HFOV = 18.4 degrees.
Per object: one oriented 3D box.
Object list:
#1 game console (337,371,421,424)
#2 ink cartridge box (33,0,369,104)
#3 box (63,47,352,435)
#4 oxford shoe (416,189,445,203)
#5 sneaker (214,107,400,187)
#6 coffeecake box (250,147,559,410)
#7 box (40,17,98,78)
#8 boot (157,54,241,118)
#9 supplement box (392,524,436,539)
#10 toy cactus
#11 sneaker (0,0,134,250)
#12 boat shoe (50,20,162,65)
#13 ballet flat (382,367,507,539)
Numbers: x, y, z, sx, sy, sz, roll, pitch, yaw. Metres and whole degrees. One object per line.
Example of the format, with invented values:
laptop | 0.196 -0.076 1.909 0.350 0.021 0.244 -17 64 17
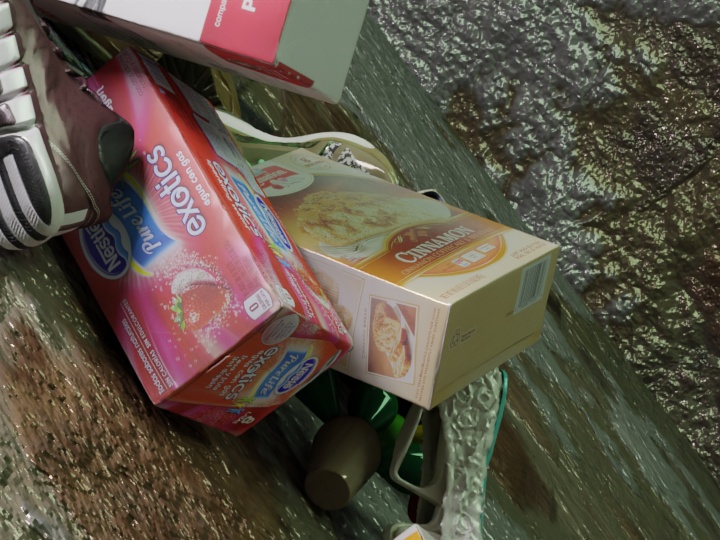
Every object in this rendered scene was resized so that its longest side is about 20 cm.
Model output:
game console | 0.019 0.028 1.645 0.200 0.116 0.176 49 42 -26
ink cartridge box | -0.109 -0.171 1.293 0.199 0.083 0.147 18 0 14
box | -0.103 -0.016 1.289 0.201 0.095 0.100 58 13 26
oxford shoe | 0.033 -0.014 1.588 0.071 0.074 0.200 50 12 -19
sneaker | -0.069 -0.059 1.543 0.089 0.199 0.077 -29 127 -59
coffeecake box | 0.000 0.000 1.403 0.199 0.073 0.153 21 24 24
box | -0.251 -0.195 1.406 0.201 0.044 0.160 58 12 24
boot | -0.147 -0.169 1.744 0.176 0.066 0.200 62 5 -33
supplement box | 0.074 0.253 1.304 0.200 0.073 0.126 44 15 -43
toy cactus | -0.008 0.101 1.462 0.200 0.102 0.165 54 29 -13
sneaker | -0.185 -0.109 1.219 0.115 0.075 0.201 -7 79 -60
boat shoe | -0.188 -0.214 1.413 0.200 0.074 0.076 50 10 -18
ballet flat | 0.046 0.148 1.408 0.072 0.071 0.201 29 67 -66
